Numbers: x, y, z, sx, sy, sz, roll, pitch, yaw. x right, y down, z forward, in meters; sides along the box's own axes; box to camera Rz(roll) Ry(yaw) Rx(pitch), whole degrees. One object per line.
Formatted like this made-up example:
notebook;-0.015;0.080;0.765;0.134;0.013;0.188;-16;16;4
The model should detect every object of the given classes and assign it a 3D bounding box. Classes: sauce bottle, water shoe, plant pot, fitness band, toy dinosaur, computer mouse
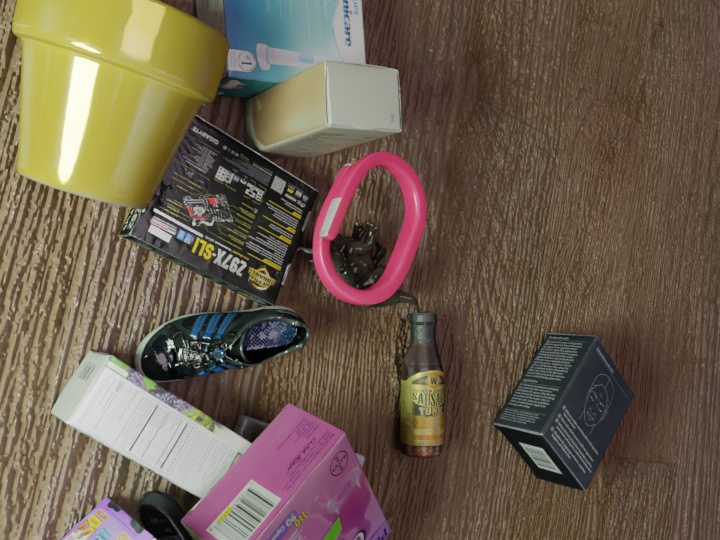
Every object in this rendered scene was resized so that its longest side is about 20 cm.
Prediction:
sauce bottle;0.087;0.161;1.004;0.065;0.066;0.203;0;89;-35
water shoe;-0.157;0.080;0.801;0.198;0.079;0.072;-15;98;-19
plant pot;-0.252;-0.171;0.700;0.199;0.200;0.191;15;96;-34
fitness band;0.014;-0.054;0.899;0.143;0.037;0.202;36;69;-33
toy dinosaur;0.000;0.000;0.952;0.102;0.077;0.200;-49;120;-13
computer mouse;-0.190;0.336;0.797;0.034;0.058;0.202;-34;102;-54

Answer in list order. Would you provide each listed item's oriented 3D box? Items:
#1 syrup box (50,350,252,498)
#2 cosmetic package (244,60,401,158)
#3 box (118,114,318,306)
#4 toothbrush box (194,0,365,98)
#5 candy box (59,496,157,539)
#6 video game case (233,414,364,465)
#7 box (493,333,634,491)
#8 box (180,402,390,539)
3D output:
syrup box;-0.224;0.175;0.770;0.200;0.078;0.082;40;67;-28
cosmetic package;-0.050;-0.183;0.829;0.104;0.199;0.072;-4;91;-36
box;-0.162;-0.070;0.840;0.199;0.049;0.161;29;75;-32
toothbrush box;-0.095;-0.292;0.869;0.198;0.085;0.148;-6;91;-35
candy box;-0.281;0.332;0.671;0.200;0.167;0.072;-43;110;-28
video game case;-0.099;0.300;0.893;0.199;0.023;0.184;27;73;-33
box;0.338;0.227;1.156;0.149;0.107;0.200;51;63;-23
box;-0.074;0.292;0.800;0.176;0.096;0.201;-45;133;-30
